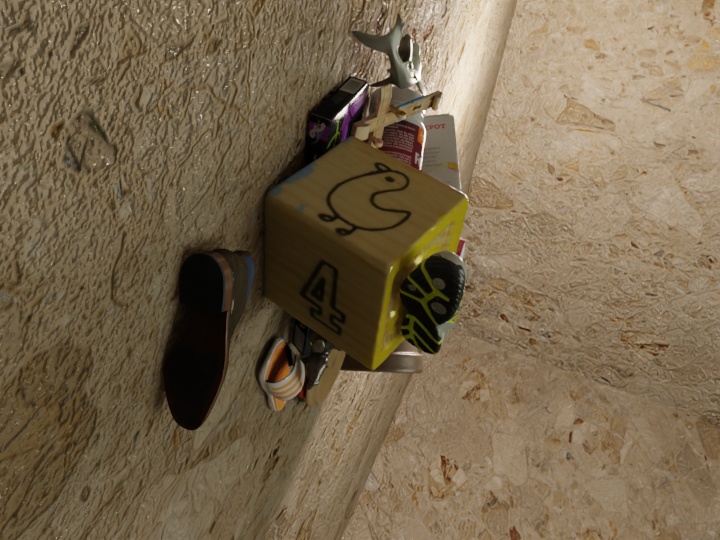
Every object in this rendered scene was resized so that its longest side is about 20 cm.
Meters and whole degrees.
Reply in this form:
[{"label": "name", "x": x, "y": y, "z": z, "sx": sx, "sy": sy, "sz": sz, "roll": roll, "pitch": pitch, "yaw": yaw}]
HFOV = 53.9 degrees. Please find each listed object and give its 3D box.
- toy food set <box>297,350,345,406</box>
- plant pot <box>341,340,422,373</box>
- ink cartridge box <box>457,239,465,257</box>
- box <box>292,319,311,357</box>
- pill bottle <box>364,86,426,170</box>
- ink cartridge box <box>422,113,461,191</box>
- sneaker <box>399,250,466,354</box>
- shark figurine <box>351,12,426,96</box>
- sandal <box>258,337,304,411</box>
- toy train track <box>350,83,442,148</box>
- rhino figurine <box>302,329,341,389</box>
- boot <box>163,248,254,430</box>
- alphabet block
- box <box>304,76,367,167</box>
[{"label": "toy food set", "x": -0.073, "y": 0.173, "z": 1.392, "sx": 0.201, "sy": 0.048, "sz": 0.199, "roll": 90, "pitch": 22, "yaw": -58}, {"label": "plant pot", "x": 0.046, "y": 0.147, "z": 1.642, "sx": 0.200, "sy": 0.197, "sz": 0.177, "roll": 37, "pitch": 53, "yaw": -78}, {"label": "ink cartridge box", "x": 0.127, "y": -0.025, "z": 1.605, "sx": 0.148, "sy": 0.198, "sz": 0.086, "roll": 90, "pitch": 22, "yaw": -58}, {"label": "box", "x": -0.029, "y": 0.040, "z": 1.196, "sx": 0.160, "sy": 0.049, "sz": 0.202, "roll": -14, "pitch": 131, "yaw": -33}, {"label": "pill bottle", "x": 0.050, "y": -0.193, "z": 1.184, "sx": 0.114, "sy": 0.113, "sz": 0.203, "roll": 61, "pitch": 37, "yaw": -75}, {"label": "ink cartridge box", "x": 0.108, "y": -0.172, "z": 1.300, "sx": 0.086, "sy": 0.146, "sz": 0.203, "roll": 66, "pitch": 21, "yaw": -76}, {"label": "sneaker", "x": 0.094, "y": 0.027, "z": 0.880, "sx": 0.077, "sy": 0.075, "sz": 0.201, "roll": -55, "pitch": 168, "yaw": -28}, {"label": "shark figurine", "x": 0.047, "y": -0.310, "z": 1.100, "sx": 0.214, "sy": 0.088, "sz": 0.130, "roll": -36, "pitch": 115, "yaw": -72}, {"label": "sandal", "x": -0.118, "y": 0.178, "z": 1.159, "sx": 0.207, "sy": 0.059, "sz": 0.080, "roll": 89, "pitch": 23, "yaw": -59}, {"label": "toy train track", "x": 0.065, "y": -0.233, "z": 1.080, "sx": 0.199, "sy": 0.032, "sz": 0.116, "roll": -31, "pitch": 148, "yaw": -38}, {"label": "rhino figurine", "x": -0.052, "y": 0.099, "z": 1.111, "sx": 0.088, "sy": 0.059, "sz": 0.202, "roll": -111, "pitch": -143, "yaw": -70}, {"label": "boot", "x": -0.157, "y": 0.071, "z": 0.779, "sx": 0.097, "sy": 0.074, "sz": 0.202, "roll": -32, "pitch": 137, "yaw": -68}, {"label": "alphabet block", "x": 0.003, "y": -0.027, "z": 0.958, "sx": 0.195, "sy": 0.199, "sz": 0.198, "roll": -42, "pitch": 151, "yaw": -37}, {"label": "box", "x": -0.041, "y": -0.165, "z": 1.048, "sx": 0.143, "sy": 0.036, "sz": 0.202, "roll": -58, "pitch": 164, "yaw": -48}]
